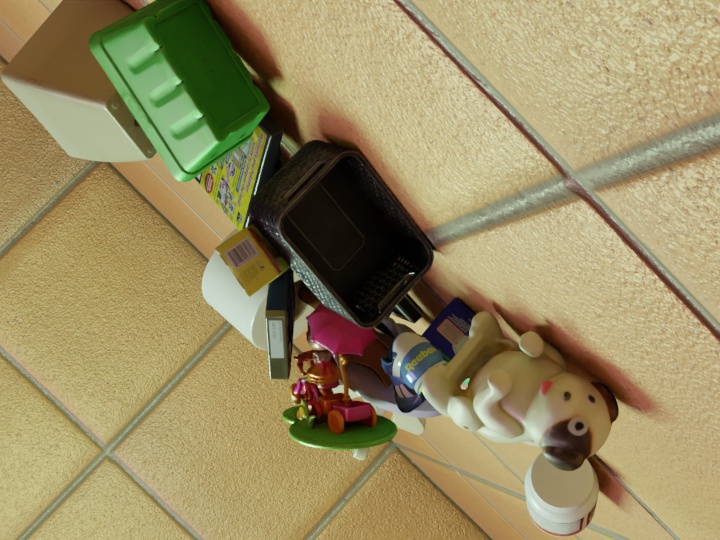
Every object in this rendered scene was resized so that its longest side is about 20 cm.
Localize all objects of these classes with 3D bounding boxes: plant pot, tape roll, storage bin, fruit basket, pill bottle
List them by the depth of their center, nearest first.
[{"bbox_3d":[-0.224,-0.219,1.300,0.215,0.155,0.216,27,138,27],"label":"fruit basket"},{"bbox_3d":[-0.022,-0.044,1.308,0.200,0.135,0.094,50,167,-31],"label":"storage bin"},{"bbox_3d":[-0.361,-0.275,1.586,0.177,0.200,0.200,23,160,32],"label":"plant pot"},{"bbox_3d":[0.303,0.332,1.624,0.109,0.110,0.200,39,168,23],"label":"pill bottle"},{"bbox_3d":[-0.164,0.021,1.922,0.139,0.203,0.203,38,168,27],"label":"tape roll"}]

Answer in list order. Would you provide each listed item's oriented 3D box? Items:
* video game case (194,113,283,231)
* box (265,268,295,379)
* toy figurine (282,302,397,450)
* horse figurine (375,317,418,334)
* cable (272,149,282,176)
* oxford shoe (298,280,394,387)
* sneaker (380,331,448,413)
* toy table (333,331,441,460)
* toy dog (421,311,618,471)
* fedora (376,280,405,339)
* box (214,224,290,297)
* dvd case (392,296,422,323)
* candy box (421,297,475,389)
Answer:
[{"bbox_3d":[-0.181,-0.171,1.429,0.181,0.025,0.200,48,144,21],"label":"video game case"},{"bbox_3d":[-0.111,0.040,1.520,0.200,0.032,0.121,-92,1,-48],"label":"box"},{"bbox_3d":[-0.038,0.128,1.483,0.200,0.150,0.185,14,107,56],"label":"toy figurine"},{"bbox_3d":[0.068,0.107,1.698,0.199,0.050,0.133,24,174,15],"label":"horse figurine"},{"bbox_3d":[-0.164,-0.145,1.482,0.163,0.051,0.201,-5,114,50],"label":"cable"},{"bbox_3d":[-0.019,0.090,1.541,0.200,0.071,0.071,39,176,7],"label":"oxford shoe"},{"bbox_3d":[0.071,0.134,1.441,0.082,0.074,0.200,47,162,11],"label":"sneaker"},{"bbox_3d":[0.034,0.183,1.618,0.200,0.184,0.117,30,134,-1],"label":"toy table"},{"bbox_3d":[0.198,0.161,1.260,0.200,0.139,0.194,13,133,52],"label":"toy dog"},{"bbox_3d":[0.000,0.000,1.519,0.200,0.090,0.177,42,173,-29],"label":"fedora"},{"bbox_3d":[-0.126,-0.021,1.360,0.075,0.050,0.200,55,-172,-2],"label":"box"},{"bbox_3d":[0.001,-0.002,1.695,0.200,0.025,0.150,48,169,-19],"label":"dvd case"},{"bbox_3d":[0.165,0.143,1.494,0.169,0.077,0.200,42,170,14],"label":"candy box"}]
